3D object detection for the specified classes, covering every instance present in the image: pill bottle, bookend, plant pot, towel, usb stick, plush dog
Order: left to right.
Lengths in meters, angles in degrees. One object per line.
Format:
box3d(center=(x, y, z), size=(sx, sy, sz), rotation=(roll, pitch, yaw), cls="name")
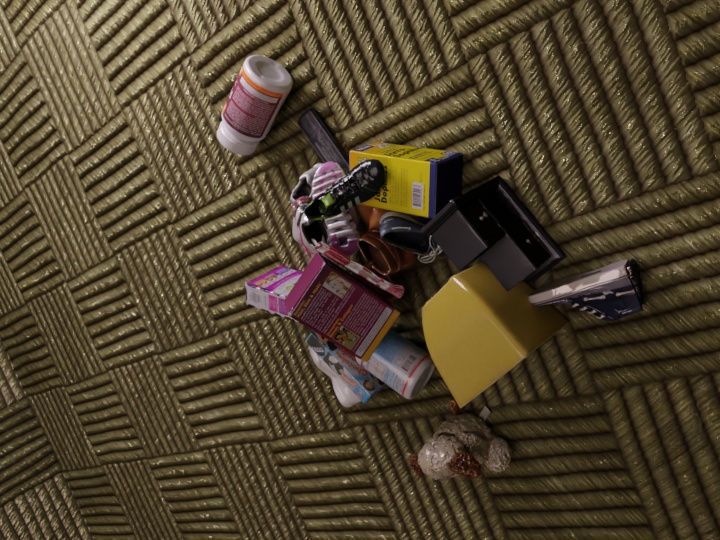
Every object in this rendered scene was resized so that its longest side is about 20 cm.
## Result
box3d(center=(-0.240, -0.363, 1.507), size=(0.114, 0.114, 0.200), rotation=(46, 128, 12), cls="pill bottle")
box3d(center=(-0.068, -0.261, 1.473), size=(0.055, 0.033, 0.201), rotation=(-38, 84, 33), cls="usb stick")
box3d(center=(0.000, 0.000, 1.380), size=(0.199, 0.144, 0.023), rotation=(30, 87, 2), cls="towel")
box3d(center=(0.060, 0.188, 1.509), size=(0.199, 0.108, 0.109), rotation=(34, 125, 22), cls="pill bottle")
box3d(center=(0.196, 0.380, 1.443), size=(0.199, 0.171, 0.162), rotation=(-18, 97, 40), cls="plush dog")
box3d(center=(0.235, 0.102, 1.300), size=(0.201, 0.194, 0.196), rotation=(53, 130, 13), cls="plant pot")
box3d(center=(0.242, -0.049, 1.220), size=(0.199, 0.200, 0.092), rotation=(52, 130, 8), cls="bookend")

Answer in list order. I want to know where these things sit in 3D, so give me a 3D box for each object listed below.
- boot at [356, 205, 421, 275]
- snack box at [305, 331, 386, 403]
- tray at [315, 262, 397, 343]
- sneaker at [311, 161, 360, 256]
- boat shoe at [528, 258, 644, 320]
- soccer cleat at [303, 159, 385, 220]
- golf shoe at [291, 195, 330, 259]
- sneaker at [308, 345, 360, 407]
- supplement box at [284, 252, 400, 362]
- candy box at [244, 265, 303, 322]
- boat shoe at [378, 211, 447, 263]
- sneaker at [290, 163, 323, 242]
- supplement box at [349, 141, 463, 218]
box3d(center=(0.034, -0.079, 1.390), size=(0.200, 0.154, 0.074), rotation=(40, 127, 17), cls="boot")
box3d(center=(-0.021, 0.202, 1.570), size=(0.200, 0.116, 0.037), rotation=(45, 128, 13), cls="snack box")
box3d(center=(-0.023, 0.064, 1.479), size=(0.199, 0.037, 0.099), rotation=(-30, 103, -3), cls="tray")
box3d(center=(-0.046, -0.134, 1.452), size=(0.080, 0.089, 0.202), rotation=(-10, 103, 15), cls="sneaker")
box3d(center=(0.407, 0.054, 1.214), size=(0.199, 0.075, 0.093), rotation=(-20, 95, 33), cls="boat shoe")
box3d(center=(-0.031, -0.149, 1.318), size=(0.199, 0.081, 0.068), rotation=(-31, 88, 41), cls="soccer cleat")
box3d(center=(-0.097, -0.064, 1.494), size=(0.072, 0.092, 0.201), rotation=(-22, 135, 3), cls="golf shoe")
box3d(center=(-0.046, 0.227, 1.639), size=(0.088, 0.075, 0.201), rotation=(-31, 94, 27), cls="sneaker")
box3d(center=(-0.039, 0.076, 1.401), size=(0.199, 0.103, 0.131), rotation=(34, 95, -19), cls="supplement box")
box3d(center=(-0.154, 0.057, 1.597), size=(0.199, 0.136, 0.062), rotation=(15, 118, 32), cls="candy box")
box3d(center=(0.130, -0.057, 1.329), size=(0.199, 0.062, 0.075), rotation=(21, 132, -15), cls="boat shoe")
box3d(center=(-0.131, -0.146, 1.527), size=(0.075, 0.092, 0.201), rotation=(33, 125, 22), cls="sneaker")
box3d(center=(0.088, -0.182, 1.339), size=(0.199, 0.109, 0.111), rotation=(14, 116, 32), cls="supplement box")
